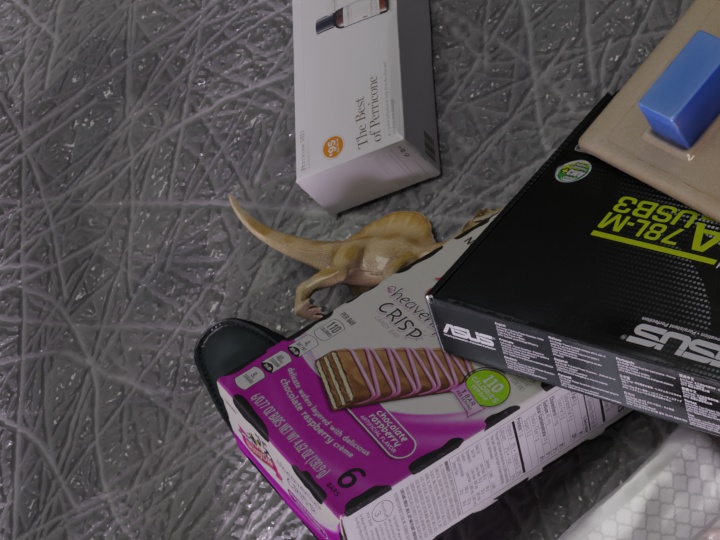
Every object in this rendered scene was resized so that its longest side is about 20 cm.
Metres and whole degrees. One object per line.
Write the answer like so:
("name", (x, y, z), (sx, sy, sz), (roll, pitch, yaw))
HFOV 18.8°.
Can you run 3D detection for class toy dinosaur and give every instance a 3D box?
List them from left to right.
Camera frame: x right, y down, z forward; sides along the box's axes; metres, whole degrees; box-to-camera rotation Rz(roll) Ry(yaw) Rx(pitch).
("toy dinosaur", (0.000, 0.000, 1.330), (0.199, 0.058, 0.102), (0, 48, 28))

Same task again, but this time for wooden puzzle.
("wooden puzzle", (0.225, -0.109, 1.127), (0.186, 0.046, 0.200), (-50, 42, -8))

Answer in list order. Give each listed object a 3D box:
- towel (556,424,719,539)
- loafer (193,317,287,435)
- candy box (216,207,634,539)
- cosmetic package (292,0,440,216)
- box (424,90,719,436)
("towel", (0.150, 0.199, 1.098), (0.200, 0.032, 0.191), (-43, 47, 9))
("loafer", (-0.043, 0.083, 1.286), (0.068, 0.070, 0.200), (-48, 46, 1))
("candy box", (0.041, 0.064, 1.189), (0.199, 0.061, 0.136), (-30, 44, -17))
("cosmetic package", (0.000, -0.141, 1.407), (0.082, 0.051, 0.201), (-22, 52, 26))
("box", (0.167, -0.008, 1.144), (0.199, 0.048, 0.193), (17, 47, 37))
